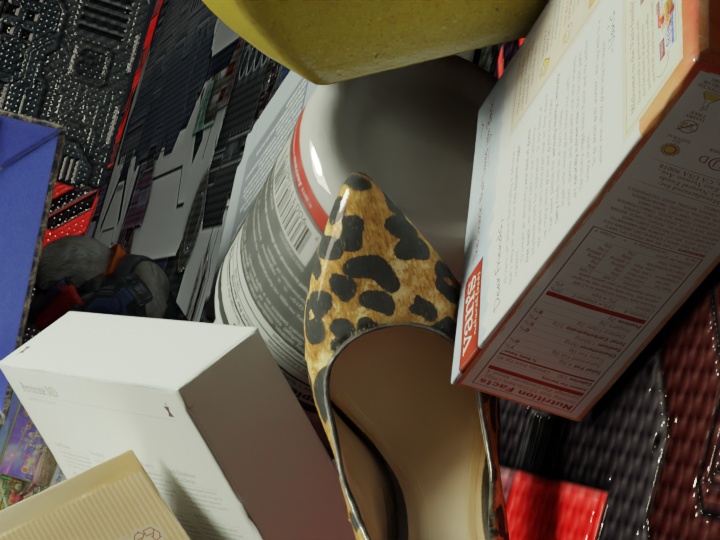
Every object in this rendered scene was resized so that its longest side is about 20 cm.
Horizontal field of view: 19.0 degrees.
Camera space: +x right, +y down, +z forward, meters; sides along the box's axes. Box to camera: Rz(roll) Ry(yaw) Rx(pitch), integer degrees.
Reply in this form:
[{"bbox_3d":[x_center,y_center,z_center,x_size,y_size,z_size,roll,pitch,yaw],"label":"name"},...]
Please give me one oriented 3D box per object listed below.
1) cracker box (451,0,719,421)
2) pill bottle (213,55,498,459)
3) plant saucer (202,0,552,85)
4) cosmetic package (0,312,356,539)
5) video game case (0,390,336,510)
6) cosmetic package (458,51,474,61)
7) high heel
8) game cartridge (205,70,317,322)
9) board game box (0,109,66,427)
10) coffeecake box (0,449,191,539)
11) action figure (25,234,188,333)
[{"bbox_3d":[0.097,-0.055,0.749,0.200,0.057,0.135,124,159,-52],"label":"cracker box"},{"bbox_3d":[0.000,0.000,0.969,0.200,0.115,0.116,123,160,-53],"label":"pill bottle"},{"bbox_3d":[0.034,-0.120,0.884,0.200,0.199,0.049,-135,32,-77],"label":"plant saucer"},{"bbox_3d":[-0.076,0.097,0.992,0.052,0.151,0.200,-39,20,-24],"label":"cosmetic package"},{"bbox_3d":[-0.124,0.154,1.158,0.046,0.180,0.201,-93,23,-60],"label":"video game case"},{"bbox_3d":[0.000,-0.043,1.177,0.200,0.051,0.152,133,153,-64],"label":"cosmetic package"},{"bbox_3d":[0.022,0.072,0.776,0.143,0.071,0.201,-100,-2,-74],"label":"high heel"},{"bbox_3d":[-0.036,-0.042,1.137,0.200,0.040,0.134,134,153,-65],"label":"game cartridge"},{"bbox_3d":[-0.234,0.012,1.154,0.200,0.096,0.160,142,139,-68],"label":"board game box"},{"bbox_3d":[-0.155,0.188,0.969,0.073,0.153,0.200,53,154,26],"label":"coffeecake box"},{"bbox_3d":[-0.130,0.066,1.221,0.200,0.194,0.105,-29,8,45],"label":"action figure"}]
